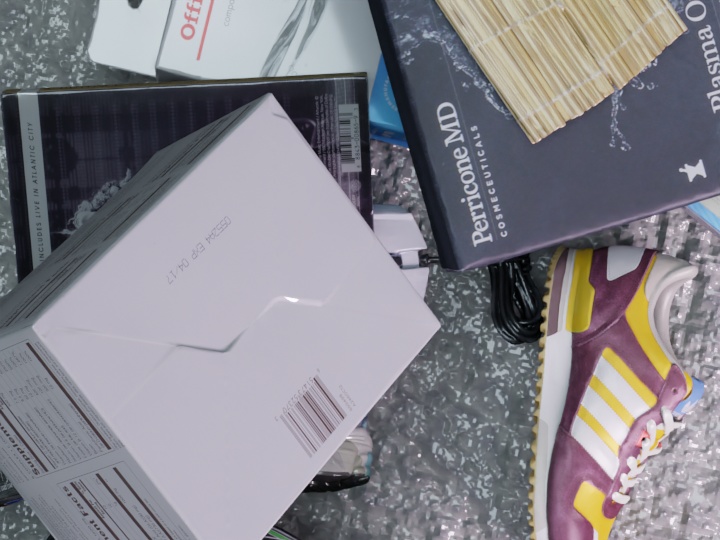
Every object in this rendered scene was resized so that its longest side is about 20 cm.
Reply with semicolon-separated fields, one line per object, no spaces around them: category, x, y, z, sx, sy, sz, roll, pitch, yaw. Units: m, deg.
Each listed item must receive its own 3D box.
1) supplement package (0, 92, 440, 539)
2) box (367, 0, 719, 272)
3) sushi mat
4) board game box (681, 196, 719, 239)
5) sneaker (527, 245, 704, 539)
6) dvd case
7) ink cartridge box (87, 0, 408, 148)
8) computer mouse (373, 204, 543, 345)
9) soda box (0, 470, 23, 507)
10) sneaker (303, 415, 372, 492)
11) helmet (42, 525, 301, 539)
supplement package;-0.085;0.040;1.131;0.156;0.111;0.200;54;50;-13
box;0.113;-0.119;1.174;0.199;0.117;0.198;-17;92;-1
sushi mat;0.068;-0.170;1.107;0.095;0.012;0.201;-35;91;-3
board game box;0.282;-0.038;1.245;0.200;0.034;0.135;39;92;8
sneaker;0.142;0.087;1.237;0.089;0.075;0.202;2;88;13
dvd case;-0.091;-0.030;1.233;0.198;0.016;0.150;-3;106;0
ink cartridge box;-0.045;-0.149;1.255;0.198;0.067;0.117;14;88;-5
computer mouse;0.000;0.000;1.274;0.198;0.044;0.111;-9;87;7
soda box;-0.207;0.096;1.232;0.199;0.063;0.071;-20;83;44
sneaker;-0.090;0.076;1.278;0.198;0.078;0.087;4;73;3
helmet;-0.082;0.221;1.211;0.190;0.200;0.201;20;90;25
